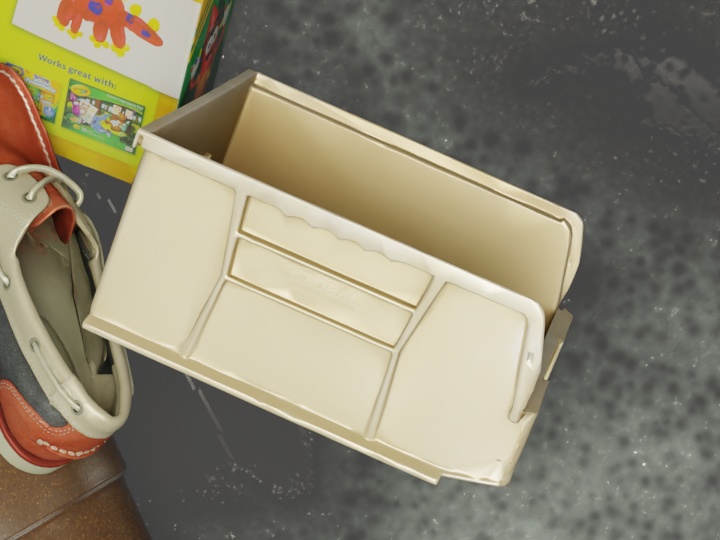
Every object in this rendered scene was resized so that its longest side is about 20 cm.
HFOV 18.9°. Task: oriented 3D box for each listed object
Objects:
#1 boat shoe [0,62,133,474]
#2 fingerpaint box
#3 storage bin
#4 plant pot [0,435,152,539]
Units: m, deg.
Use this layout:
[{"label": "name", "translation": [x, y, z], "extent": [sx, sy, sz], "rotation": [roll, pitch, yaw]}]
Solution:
[{"label": "boat shoe", "translation": [-0.148, -0.010, 0.981], "extent": [0.063, 0.071, 0.200], "rotation": [-32, 64, 43]}, {"label": "fingerpaint box", "translation": [-0.159, -0.153, 1.029], "extent": [0.200, 0.073, 0.167], "rotation": [21, 127, 5]}, {"label": "storage bin", "translation": [0.000, 0.000, 0.992], "extent": [0.198, 0.200, 0.094], "rotation": [23, 105, 5]}, {"label": "plant pot", "translation": [-0.168, 0.185, 1.048], "extent": [0.200, 0.200, 0.198], "rotation": [-30, 89, 14]}]
